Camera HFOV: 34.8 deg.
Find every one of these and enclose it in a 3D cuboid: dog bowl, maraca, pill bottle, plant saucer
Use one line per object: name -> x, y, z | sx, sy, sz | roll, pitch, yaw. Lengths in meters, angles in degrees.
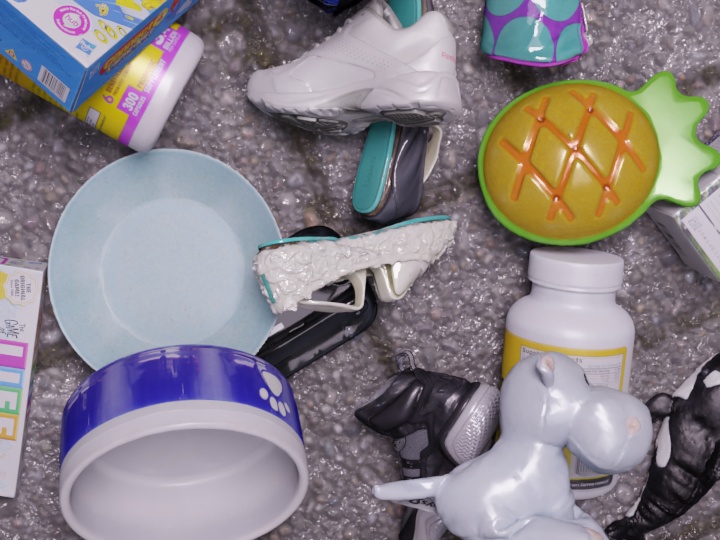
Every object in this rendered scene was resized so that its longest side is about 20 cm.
dog bowl -> -0.144, 0.151, 0.938 | 0.197, 0.079, 0.201 | -7, 139, -6
maraca -> 0.196, -0.094, 0.957 | 0.197, 0.107, 0.139 | -12, 86, 5
pill bottle -> 0.177, 0.086, 0.995 | 0.110, 0.112, 0.203 | 2, 101, -7
plant saucer -> -0.159, 0.001, 0.963 | 0.198, 0.039, 0.204 | 0, 89, 2
pill bottle -> -0.229, -0.183, 0.896 | 0.199, 0.104, 0.105 | 29, 97, -11

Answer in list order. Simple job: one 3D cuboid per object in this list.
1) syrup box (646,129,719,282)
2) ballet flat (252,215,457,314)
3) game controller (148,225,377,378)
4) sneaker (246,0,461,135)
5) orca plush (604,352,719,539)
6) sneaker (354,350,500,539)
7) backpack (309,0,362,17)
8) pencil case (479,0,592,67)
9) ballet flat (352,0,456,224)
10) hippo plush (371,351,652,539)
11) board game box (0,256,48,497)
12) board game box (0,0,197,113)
syrup box -> 0.351, -0.090, 0.994 | 0.200, 0.081, 0.079 | -41, 105, 3
ballet flat -> 0.000, 0.000, 0.948 | 0.198, 0.071, 0.073 | -10, 104, -33
game controller -> -0.086, 0.047, 1.000 | 0.199, 0.042, 0.105 | -31, 89, 0
sneaker -> -0.003, -0.164, 0.916 | 0.198, 0.078, 0.101 | 2, 81, 31
orca plush -> 0.297, 0.172, 1.048 | 0.105, 0.071, 0.200 | 41, 95, -13
sneaker -> 0.047, 0.160, 1.018 | 0.113, 0.075, 0.202 | 30, 124, 17
backpack -> -0.021, -0.286, 0.850 | 0.167, 0.200, 0.163 | 33, 97, -12
pencil case -> 0.153, -0.268, 0.933 | 0.091, 0.085, 0.203 | 7, 102, 8
ballet flat -> 0.042, -0.137, 0.962 | 0.072, 0.073, 0.203 | 10, 94, -9
hippo plush -> 0.141, 0.149, 0.905 | 0.198, 0.159, 0.162 | 24, 83, 15
board game box -> -0.345, 0.084, 0.974 | 0.133, 0.034, 0.203 | 8, 101, -9
board game box -> -0.219, -0.246, 0.835 | 0.199, 0.056, 0.196 | 40, 53, -4
